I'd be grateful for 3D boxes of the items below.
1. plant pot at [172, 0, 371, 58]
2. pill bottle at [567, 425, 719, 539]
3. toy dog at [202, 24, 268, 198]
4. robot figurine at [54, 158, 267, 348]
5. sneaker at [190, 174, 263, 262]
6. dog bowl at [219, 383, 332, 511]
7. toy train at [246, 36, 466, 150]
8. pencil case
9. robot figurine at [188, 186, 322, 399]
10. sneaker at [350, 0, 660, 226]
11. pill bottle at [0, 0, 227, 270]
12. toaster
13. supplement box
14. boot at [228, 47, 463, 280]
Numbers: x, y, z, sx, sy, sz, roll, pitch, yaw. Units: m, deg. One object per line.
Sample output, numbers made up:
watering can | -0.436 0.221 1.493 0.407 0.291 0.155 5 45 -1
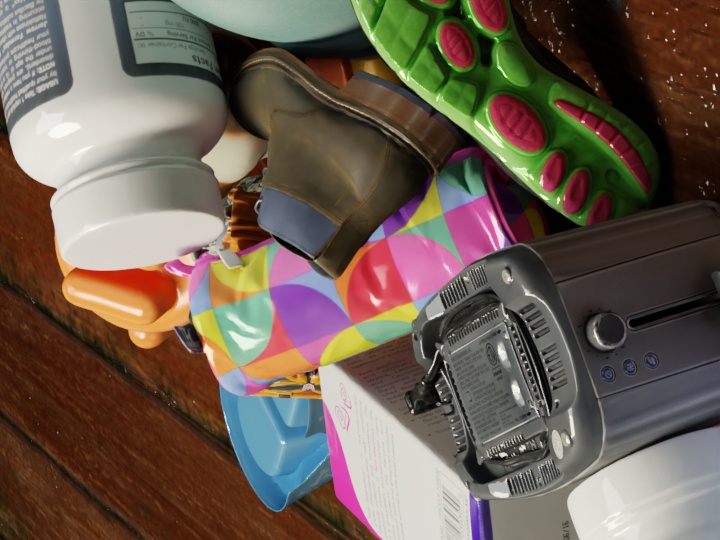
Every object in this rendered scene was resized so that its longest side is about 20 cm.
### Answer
plant pot | -0.028 -0.196 1.516 0.200 0.200 0.134 50 177 47
pill bottle | 0.172 0.179 1.325 0.116 0.116 0.200 119 133 -63
toy dog | -0.101 -0.134 1.721 0.200 0.194 0.140 -116 30 -46
robot figurine | -0.120 -0.035 1.873 0.117 0.200 0.144 -23 102 27
sneaker | -0.061 -0.027 1.787 0.200 0.089 0.077 62 -164 -80
dog bowl | -0.043 0.077 1.926 0.112 0.050 0.200 62 158 27
toy train | 0.014 -0.081 1.638 0.116 0.085 0.200 17 130 46
pencil case | 0.000 0.000 1.546 0.088 0.200 0.088 -21 -90 -74
robot figurine | -0.029 0.019 1.692 0.200 0.145 0.058 94 179 -60
sneaker | 0.061 -0.095 1.426 0.200 0.077 0.084 50 173 -6
pill bottle | -0.136 -0.108 1.577 0.120 0.120 0.200 128 133 -65
toaster | 0.112 0.039 1.387 0.114 0.129 0.200 71 159 8
supplement box | 0.065 0.109 1.602 0.200 0.103 0.101 38 141 55
boot | -0.035 -0.055 1.503 0.075 0.097 0.200 40 168 -27
